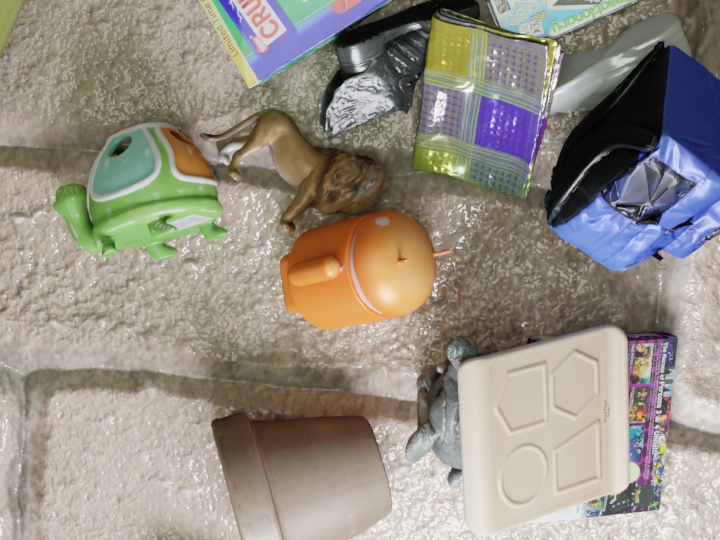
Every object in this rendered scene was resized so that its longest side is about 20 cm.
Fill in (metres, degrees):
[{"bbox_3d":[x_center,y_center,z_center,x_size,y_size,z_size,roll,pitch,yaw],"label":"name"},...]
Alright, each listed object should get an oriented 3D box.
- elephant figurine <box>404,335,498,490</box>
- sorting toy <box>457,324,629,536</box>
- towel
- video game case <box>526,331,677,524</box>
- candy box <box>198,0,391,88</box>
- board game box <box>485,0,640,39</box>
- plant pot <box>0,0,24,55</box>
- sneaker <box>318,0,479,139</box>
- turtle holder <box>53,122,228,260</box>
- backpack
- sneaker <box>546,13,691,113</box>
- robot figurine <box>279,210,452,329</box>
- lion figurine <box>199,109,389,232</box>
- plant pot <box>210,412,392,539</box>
[{"bbox_3d":[0.104,0.155,1.364,0.141,0.200,0.156,-32,87,13],"label":"elephant figurine"},{"bbox_3d":[0.188,0.161,1.314,0.198,0.036,0.188,-10,104,-26],"label":"sorting toy"},{"bbox_3d":[0.129,-0.174,1.356,0.142,0.023,0.202,19,129,12],"label":"towel"},{"bbox_3d":[0.256,0.169,1.391,0.179,0.036,0.203,-1,100,-24],"label":"video game case"},{"bbox_3d":[-0.076,-0.321,1.382,0.199,0.077,0.170,-30,94,12],"label":"candy box"},{"bbox_3d":[0.226,-0.324,1.361,0.198,0.035,0.128,-22,95,11],"label":"board game box"},{"bbox_3d":[-0.453,-0.292,1.394,0.199,0.200,0.185,32,90,2],"label":"plant pot"},{"bbox_3d":[0.042,-0.220,1.390,0.198,0.060,0.105,-20,121,-9],"label":"sneaker"},{"bbox_3d":[-0.242,-0.083,1.426,0.185,0.140,0.133,-23,78,49],"label":"turtle holder"},{"bbox_3d":[0.292,-0.090,1.303,0.167,0.163,0.200,36,135,-13],"label":"backpack"},{"bbox_3d":[0.259,-0.192,1.366,0.198,0.076,0.089,-21,120,16],"label":"sneaker"},{"bbox_3d":[0.001,-0.001,1.382,0.199,0.118,0.144,-12,135,42],"label":"robot figurine"},{"bbox_3d":[-0.073,-0.123,1.417,0.200,0.072,0.123,43,94,4],"label":"lion figurine"},{"bbox_3d":[-0.061,0.240,1.424,0.173,0.200,0.203,-15,97,-7],"label":"plant pot"}]
